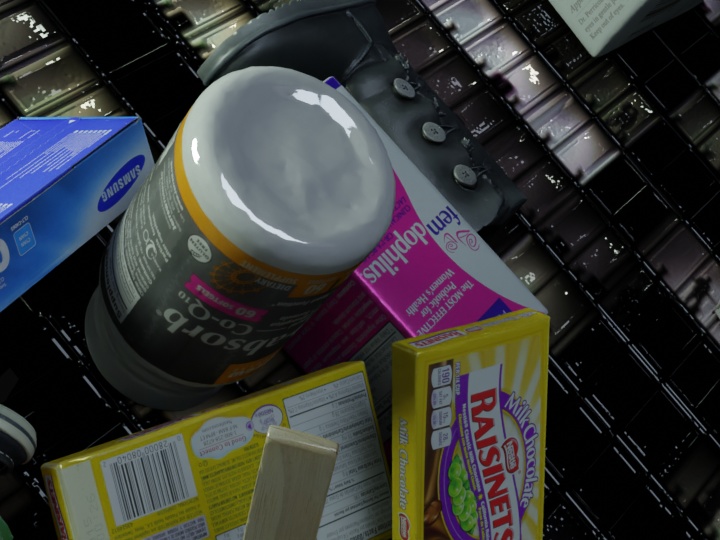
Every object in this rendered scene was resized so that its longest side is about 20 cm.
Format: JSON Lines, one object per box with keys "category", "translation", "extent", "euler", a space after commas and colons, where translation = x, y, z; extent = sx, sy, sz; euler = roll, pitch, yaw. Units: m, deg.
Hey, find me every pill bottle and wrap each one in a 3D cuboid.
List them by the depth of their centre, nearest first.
{"category": "pill bottle", "translation": [-0.073, -0.008, 0.749], "extent": [0.115, 0.200, 0.117], "euler": [15, 54, -22]}

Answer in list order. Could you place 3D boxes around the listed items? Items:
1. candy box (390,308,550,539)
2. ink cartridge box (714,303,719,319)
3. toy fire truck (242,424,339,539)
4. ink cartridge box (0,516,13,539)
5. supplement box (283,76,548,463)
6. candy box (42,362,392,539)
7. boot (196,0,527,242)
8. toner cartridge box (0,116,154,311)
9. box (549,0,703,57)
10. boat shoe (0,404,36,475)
{"category": "candy box", "translation": [0.062, 0.128, 0.784], "extent": [0.101, 0.026, 0.202], "euler": [-14, 110, -39]}
{"category": "ink cartridge box", "translation": [0.357, 0.094, 1.062], "extent": [0.094, 0.037, 0.201], "euler": [-17, 69, -39]}
{"category": "toy fire truck", "translation": [-0.094, 0.169, 0.640], "extent": [0.174, 0.129, 0.202], "euler": [21, 68, -18]}
{"category": "ink cartridge box", "translation": [-0.232, 0.171, 0.522], "extent": [0.144, 0.084, 0.202], "euler": [17, 71, -7]}
{"category": "supplement box", "translation": [0.000, 0.000, 0.857], "extent": [0.200, 0.103, 0.101], "euler": [48, 48, 1]}
{"category": "candy box", "translation": [-0.068, 0.124, 0.754], "extent": [0.199, 0.026, 0.103], "euler": [-15, 96, -37]}
{"category": "boot", "translation": [0.005, -0.088, 0.946], "extent": [0.164, 0.066, 0.201], "euler": [-30, 84, -39]}
{"category": "toner cartridge box", "translation": [-0.201, -0.020, 0.733], "extent": [0.200, 0.094, 0.044], "euler": [-48, 133, -47]}
{"category": "box", "translation": [0.246, -0.320, 1.146], "extent": [0.199, 0.199, 0.172], "euler": [-31, 80, -42]}
{"category": "boat shoe", "translation": [-0.256, 0.084, 0.666], "extent": [0.198, 0.075, 0.063], "euler": [9, 62, -21]}
